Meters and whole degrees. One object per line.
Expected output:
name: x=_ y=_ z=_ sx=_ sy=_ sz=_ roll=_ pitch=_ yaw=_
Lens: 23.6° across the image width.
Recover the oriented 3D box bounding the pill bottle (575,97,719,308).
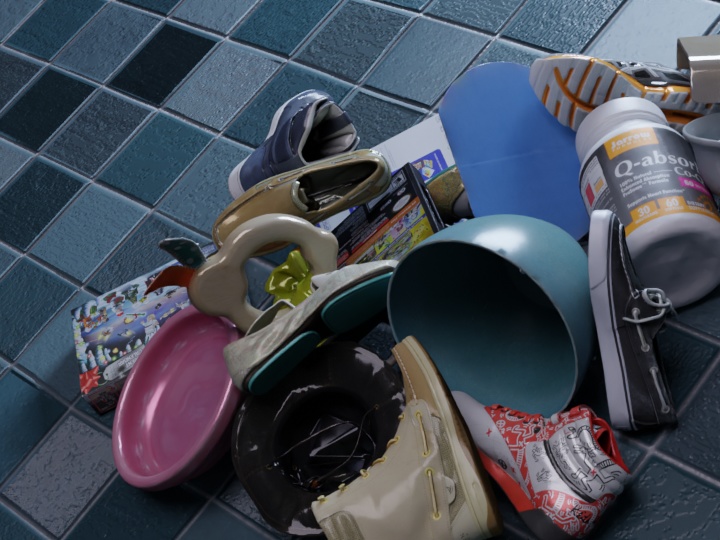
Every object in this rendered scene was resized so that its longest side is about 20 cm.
pill bottle: x=0.273 y=-0.068 z=1.645 sx=0.116 sy=0.117 sz=0.201 roll=-23 pitch=44 yaw=10

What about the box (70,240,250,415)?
box: x=-0.216 y=0.058 z=1.874 sx=0.199 sy=0.040 sz=0.137 roll=-26 pitch=44 yaw=7

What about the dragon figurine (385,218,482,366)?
dragon figurine: x=0.063 y=0.031 z=1.719 sx=0.200 sy=0.059 sz=0.099 roll=-39 pitch=42 yaw=-3

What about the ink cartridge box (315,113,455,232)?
ink cartridge box: x=0.039 y=-0.099 z=1.867 sx=0.199 sy=0.039 sz=0.100 roll=-26 pitch=43 yaw=6

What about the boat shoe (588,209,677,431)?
boat shoe: x=0.245 y=0.043 z=1.528 sx=0.068 sy=0.074 sz=0.201 roll=-7 pitch=91 yaw=17

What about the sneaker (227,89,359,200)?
sneaker: x=-0.046 y=-0.154 z=1.880 sx=0.146 sy=0.077 sz=0.203 roll=-31 pitch=18 yaw=42

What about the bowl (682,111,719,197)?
bowl: x=0.399 y=-0.094 z=1.585 sx=0.200 sy=0.091 sz=0.201 roll=-5 pitch=14 yaw=1

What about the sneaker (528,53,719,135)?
sneaker: x=0.264 y=-0.180 z=1.743 sx=0.199 sy=0.079 sz=0.077 roll=14 pitch=32 yaw=-11

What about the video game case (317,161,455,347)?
video game case: x=0.000 y=0.000 z=1.745 sx=0.200 sy=0.025 sz=0.181 roll=-42 pitch=27 yaw=13

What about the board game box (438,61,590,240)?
board game box: x=0.150 y=-0.108 z=1.719 sx=0.157 sy=0.201 sz=0.039 roll=-13 pitch=-11 yaw=-32

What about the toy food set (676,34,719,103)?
toy food set: x=0.383 y=-0.191 z=1.661 sx=0.143 sy=0.061 sz=0.200 roll=-2 pitch=14 yaw=7

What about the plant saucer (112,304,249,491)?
plant saucer: x=-0.172 y=0.131 z=1.736 sx=0.200 sy=0.051 sz=0.201 roll=-33 pitch=42 yaw=36

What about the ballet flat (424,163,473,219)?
ballet flat: x=0.147 y=-0.098 z=1.788 sx=0.199 sy=0.071 sz=0.071 roll=-31 pitch=43 yaw=2

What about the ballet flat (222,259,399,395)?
ballet flat: x=-0.047 y=0.039 z=1.637 sx=0.200 sy=0.068 sz=0.062 roll=-35 pitch=58 yaw=-2

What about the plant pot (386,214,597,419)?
plant pot: x=0.144 y=0.027 z=1.599 sx=0.199 sy=0.201 sz=0.135 roll=9 pitch=35 yaw=35

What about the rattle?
rattle: x=-0.130 y=-0.009 z=1.704 sx=0.199 sy=0.131 sz=0.143 roll=-3 pitch=33 yaw=-19

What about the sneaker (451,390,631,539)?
sneaker: x=0.159 y=0.149 z=1.536 sx=0.108 sy=0.067 sz=0.202 roll=-47 pitch=48 yaw=9

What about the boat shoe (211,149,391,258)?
boat shoe: x=-0.065 y=-0.073 z=1.759 sx=0.199 sy=0.076 sz=0.072 roll=-28 pitch=87 yaw=5

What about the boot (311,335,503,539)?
boot: x=0.023 y=0.169 z=1.518 sx=0.155 sy=0.073 sz=0.201 roll=-25 pitch=65 yaw=6

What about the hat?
hat: x=-0.021 y=0.171 z=1.632 sx=0.200 sy=0.081 sz=0.202 roll=-14 pitch=55 yaw=20
